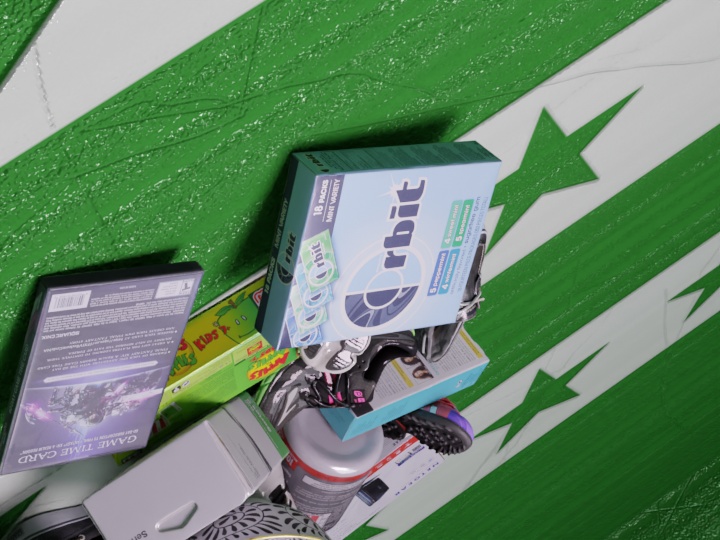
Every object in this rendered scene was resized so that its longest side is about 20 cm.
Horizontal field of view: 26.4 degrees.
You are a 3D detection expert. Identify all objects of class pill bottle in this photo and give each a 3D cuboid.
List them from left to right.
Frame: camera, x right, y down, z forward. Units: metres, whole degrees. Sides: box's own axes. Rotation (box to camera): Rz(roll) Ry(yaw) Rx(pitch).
[{"bbox_3d":[-0.059,0.229,1.721,0.116,0.116,0.200,-19,150,-37],"label":"pill bottle"}]

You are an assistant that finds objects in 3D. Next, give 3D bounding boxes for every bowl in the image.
[{"bbox_3d":[-0.111,0.292,1.544,0.200,0.094,0.201,-10,136,-10],"label":"bowl"}]

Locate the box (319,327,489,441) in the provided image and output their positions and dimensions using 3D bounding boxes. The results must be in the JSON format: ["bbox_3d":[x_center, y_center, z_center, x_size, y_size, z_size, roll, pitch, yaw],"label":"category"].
[{"bbox_3d":[0.041,0.113,1.690,0.199,0.082,0.049,-19,151,-36],"label":"box"}]

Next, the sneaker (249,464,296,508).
[{"bbox_3d":[-0.091,0.256,1.631,0.074,0.080,0.201,-42,142,-34],"label":"sneaker"}]

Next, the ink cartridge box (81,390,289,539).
[{"bbox_3d":[-0.161,0.196,1.459,0.146,0.084,0.200,-34,179,6],"label":"ink cartridge box"}]

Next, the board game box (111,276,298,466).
[{"bbox_3d":[-0.154,0.093,1.415,0.199,0.048,0.102,-31,157,-15],"label":"board game box"}]

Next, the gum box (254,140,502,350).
[{"bbox_3d":[0.016,-0.024,1.342,0.199,0.045,0.171,-6,124,-35],"label":"gum box"}]

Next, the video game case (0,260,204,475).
[{"bbox_3d":[-0.218,0.081,1.271,0.142,0.019,0.201,-7,133,-38],"label":"video game case"}]

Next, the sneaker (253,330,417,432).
[{"bbox_3d":[-0.027,0.109,1.581,0.200,0.084,0.077,-36,157,-4],"label":"sneaker"}]

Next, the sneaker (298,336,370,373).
[{"bbox_3d":[0.000,0.000,1.456,0.080,0.083,0.200,35,98,-21],"label":"sneaker"}]

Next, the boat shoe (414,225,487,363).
[{"bbox_3d":[0.100,0.023,1.618,0.072,0.071,0.200,-23,153,-29],"label":"boat shoe"}]

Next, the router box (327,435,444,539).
[{"bbox_3d":[0.003,0.265,1.964,0.200,0.049,0.180,-38,157,0],"label":"router box"}]

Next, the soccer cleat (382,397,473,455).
[{"bbox_3d":[0.077,0.160,1.760,0.073,0.068,0.200,-46,-160,-19],"label":"soccer cleat"}]

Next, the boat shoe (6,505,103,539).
[{"bbox_3d":[-0.269,0.271,1.573,0.199,0.057,0.069,-10,145,-47],"label":"boat shoe"}]
